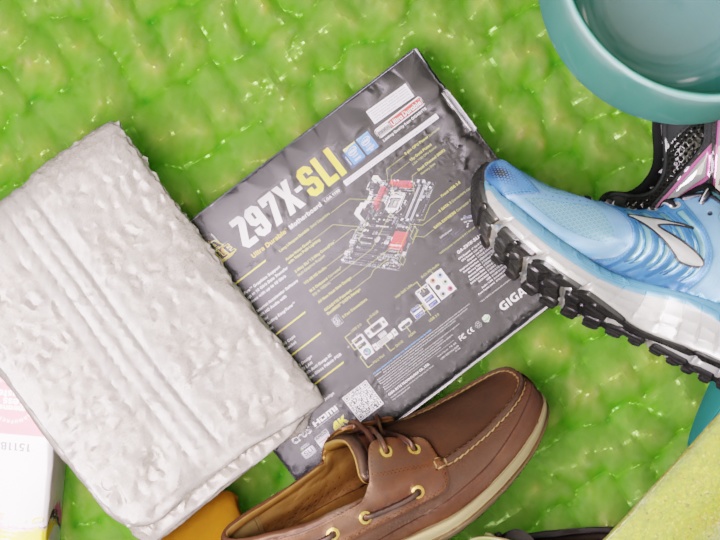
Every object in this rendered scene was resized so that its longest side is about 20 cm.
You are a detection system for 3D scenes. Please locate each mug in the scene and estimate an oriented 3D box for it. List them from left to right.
[{"bbox_3d":[0.179,-0.141,0.983,0.185,0.114,0.152,42,85,1],"label":"mug"}]

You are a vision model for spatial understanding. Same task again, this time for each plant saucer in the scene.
[{"bbox_3d":[0.190,0.151,1.001,0.200,0.200,0.048,-47,61,1],"label":"plant saucer"}]

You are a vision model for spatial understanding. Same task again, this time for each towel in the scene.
[{"bbox_3d":[-0.124,0.034,1.019,0.132,0.034,0.200,-36,91,-12],"label":"towel"}]

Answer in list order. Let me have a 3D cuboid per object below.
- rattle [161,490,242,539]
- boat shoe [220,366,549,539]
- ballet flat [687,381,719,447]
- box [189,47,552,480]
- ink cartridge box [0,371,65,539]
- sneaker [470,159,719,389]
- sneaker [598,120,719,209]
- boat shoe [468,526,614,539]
[{"bbox_3d":[-0.083,0.247,1.033,0.130,0.143,0.200,-32,97,35],"label":"rattle"},{"bbox_3d":[0.014,0.111,1.012,0.200,0.072,0.068,-36,114,-15],"label":"boat shoe"},{"bbox_3d":[0.248,0.023,1.061,0.073,0.073,0.200,22,90,-2],"label":"ballet flat"},{"bbox_3d":[0.000,0.000,1.067,0.200,0.049,0.160,-38,90,1],"label":"box"},{"bbox_3d":[-0.226,0.145,1.060,0.116,0.067,0.200,4,92,-2],"label":"ink cartridge box"},{"bbox_3d":[0.151,-0.010,1.013,0.200,0.078,0.090,27,79,-2],"label":"sneaker"},{"bbox_3d":[0.204,-0.083,1.050,0.086,0.080,0.200,34,91,0],"label":"sneaker"},{"bbox_3d":[0.079,0.166,1.017,0.072,0.201,0.061,20,98,40],"label":"boat shoe"}]
